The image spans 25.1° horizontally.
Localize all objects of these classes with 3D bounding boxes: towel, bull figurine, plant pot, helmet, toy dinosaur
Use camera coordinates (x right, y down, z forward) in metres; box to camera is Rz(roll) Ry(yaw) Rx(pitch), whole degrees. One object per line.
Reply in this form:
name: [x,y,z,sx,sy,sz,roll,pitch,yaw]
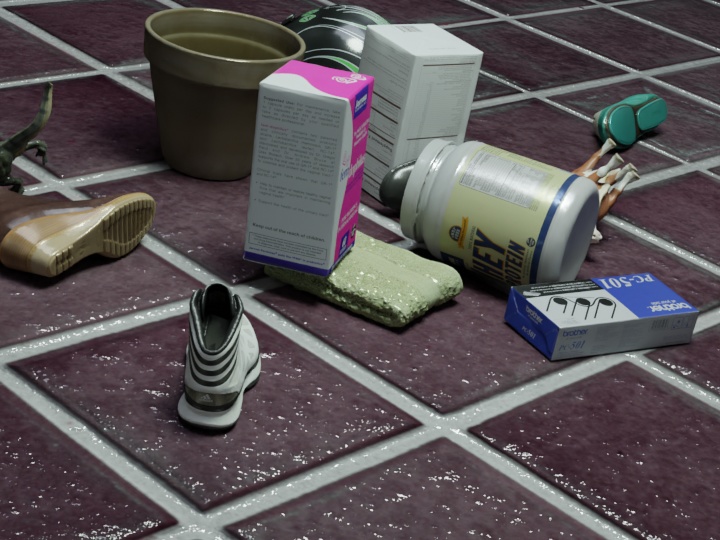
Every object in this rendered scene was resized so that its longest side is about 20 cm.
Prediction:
towel: [0.000,0.000,1.794,0.199,0.037,0.148,24,28,26]
bull figurine: [0.292,-0.095,2.042,0.065,0.121,0.200,45,13,-12]
plant pot: [-0.180,-0.214,2.014,0.199,0.174,0.200,10,25,-4]
helmet: [-0.019,-0.257,2.180,0.190,0.201,0.200,-3,22,10]
toy dinosaur: [-0.391,-0.123,1.795,0.048,0.200,0.088,55,10,29]

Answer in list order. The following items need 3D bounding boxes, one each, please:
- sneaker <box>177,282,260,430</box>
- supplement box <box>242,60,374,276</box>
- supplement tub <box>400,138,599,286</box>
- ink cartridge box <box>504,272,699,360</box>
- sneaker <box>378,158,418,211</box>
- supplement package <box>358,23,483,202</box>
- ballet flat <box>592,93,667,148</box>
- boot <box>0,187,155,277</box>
sneaker: [-0.125,0.055,1.525,0.075,0.116,0.201,9,24,-3]
supplement box: [-0.056,-0.110,1.729,0.103,0.201,0.101,12,25,14]
supplement tub: [0.161,-0.064,1.868,0.199,0.146,0.145,20,26,20]
ink cartridge box: [0.268,0.049,1.790,0.199,0.044,0.094,-5,31,-32]
sneaker: [0.124,-0.089,1.992,0.199,0.074,0.089,3,24,-16]
supplement package: [0.062,-0.199,2.051,0.113,0.201,0.109,-7,30,-36]
ballet flat: [0.389,-0.221,2.421,0.070,0.068,0.200,-2,13,36]
boot: [-0.337,-0.065,1.746,0.166,0.073,0.200,26,32,25]
